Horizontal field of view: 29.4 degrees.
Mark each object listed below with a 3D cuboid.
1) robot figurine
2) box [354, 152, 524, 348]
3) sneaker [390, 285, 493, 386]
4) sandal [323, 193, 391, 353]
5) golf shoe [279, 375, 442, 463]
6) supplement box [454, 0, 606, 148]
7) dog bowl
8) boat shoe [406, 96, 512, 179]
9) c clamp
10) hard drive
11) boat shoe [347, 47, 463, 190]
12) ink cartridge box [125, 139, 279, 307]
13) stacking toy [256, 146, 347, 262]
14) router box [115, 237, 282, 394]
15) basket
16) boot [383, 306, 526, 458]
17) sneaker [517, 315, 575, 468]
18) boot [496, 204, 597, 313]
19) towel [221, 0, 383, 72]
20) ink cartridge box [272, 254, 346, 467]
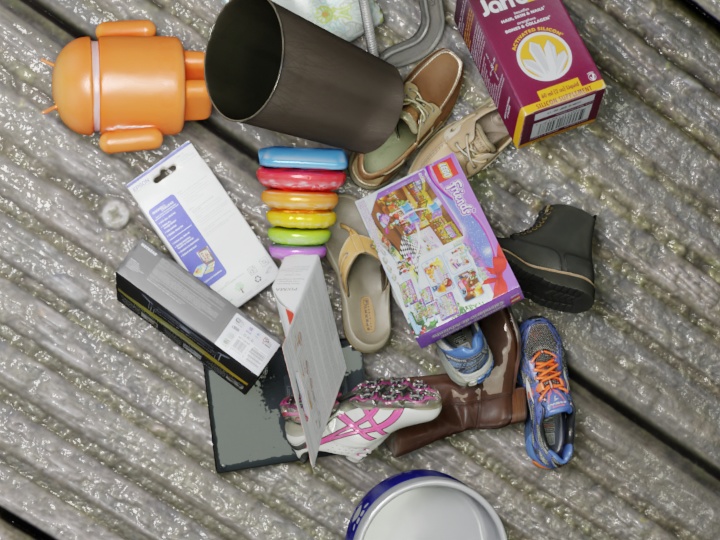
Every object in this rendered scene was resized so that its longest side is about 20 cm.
[{"bbox_3d":[-0.272,-0.216,1.602,0.197,0.117,0.146,-2,104,-12],"label":"robot figurine"},{"bbox_3d":[0.091,-0.025,1.627,0.136,0.039,0.202,-26,62,5],"label":"box"},{"bbox_3d":[0.098,0.040,1.669,0.077,0.085,0.201,-32,62,-8],"label":"sneaker"},{"bbox_3d":[0.000,0.000,1.689,0.079,0.054,0.203,-9,82,-12],"label":"sandal"},{"bbox_3d":[0.006,0.181,1.650,0.198,0.073,0.093,-8,108,16],"label":"golf shoe"},{"bbox_3d":[0.203,-0.266,1.668,0.109,0.086,0.202,-19,69,-9],"label":"supplement box"},{"bbox_3d":[0.081,0.354,1.721,0.197,0.079,0.203,-1,93,-12],"label":"dog bowl"},{"bbox_3d":[0.139,-0.160,1.712,0.200,0.064,0.071,-43,100,-6],"label":"boat shoe"},{"bbox_3d":[0.029,-0.311,1.665,0.169,0.027,0.202,-19,124,-20],"label":"c clamp"},{"bbox_3d":[-0.090,0.165,1.699,0.197,0.033,0.141,-7,95,-11],"label":"hard drive"},{"bbox_3d":[0.061,-0.184,1.687,0.075,0.074,0.201,35,86,-3],"label":"boat shoe"},{"bbox_3d":[-0.190,-0.048,1.666,0.099,0.039,0.201,-34,100,-8],"label":"ink cartridge box"},{"bbox_3d":[-0.072,-0.046,1.653,0.108,0.116,0.203,2,98,-1],"label":"stacking toy"},{"bbox_3d":[-0.190,0.057,1.591,0.199,0.157,0.052,37,74,-1],"label":"router box"},{"bbox_3d":[-0.058,-0.217,1.587,0.199,0.181,0.137,16,118,-39],"label":"basket"},{"bbox_3d":[0.102,0.124,1.710,0.198,0.064,0.189,-10,91,-15],"label":"boot"},{"bbox_3d":[0.242,0.156,1.743,0.074,0.078,0.203,-13,96,-11],"label":"sneaker"},{"bbox_3d":[0.203,-0.039,1.718,0.198,0.078,0.140,22,55,-14],"label":"boot"},{"bbox_3d":[-0.088,-0.351,1.665,0.170,0.048,0.202,-30,98,-8],"label":"towel"},{"bbox_3d":[-0.069,0.099,1.556,0.056,0.201,0.164,-3,119,18],"label":"ink cartridge box"}]
